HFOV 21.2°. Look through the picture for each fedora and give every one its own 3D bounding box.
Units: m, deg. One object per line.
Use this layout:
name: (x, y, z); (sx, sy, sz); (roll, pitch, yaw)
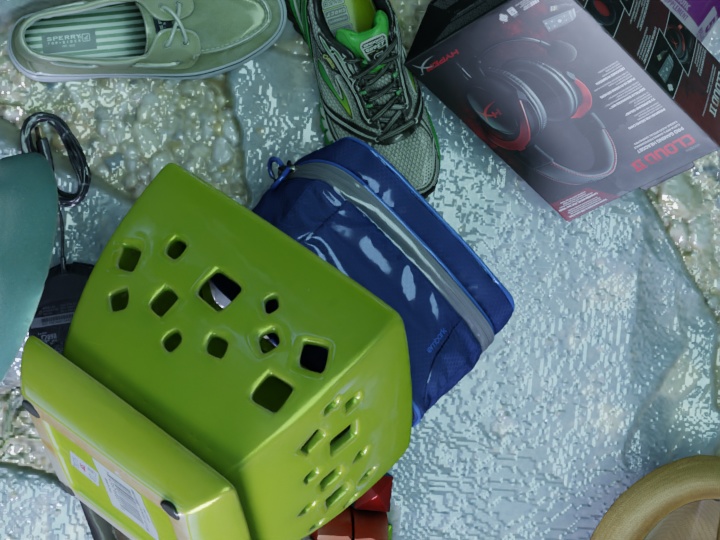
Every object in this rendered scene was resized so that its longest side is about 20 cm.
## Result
fedora: (0.242, 0.230, 1.435); (0.200, 0.082, 0.202); (-2, 99, -11)

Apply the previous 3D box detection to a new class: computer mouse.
computer mouse: (-0.209, -0.012, 1.358); (0.058, 0.034, 0.201); (-6, 89, 6)

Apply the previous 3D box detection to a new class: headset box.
headset box: (0.155, -0.131, 1.344); (0.200, 0.148, 0.075); (42, 47, -22)

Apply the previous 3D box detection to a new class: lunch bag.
lunch bag: (0.000, 0.000, 1.341); (0.200, 0.136, 0.132); (47, 68, -12)

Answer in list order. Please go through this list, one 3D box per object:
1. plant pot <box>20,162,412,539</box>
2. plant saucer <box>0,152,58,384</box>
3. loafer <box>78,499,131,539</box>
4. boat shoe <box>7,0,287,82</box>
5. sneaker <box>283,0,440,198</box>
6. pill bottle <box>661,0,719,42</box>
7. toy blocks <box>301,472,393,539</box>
plant pot: (-0.097, 0.085, 1.243); (0.199, 0.200, 0.182); (34, 66, 20)
plant saucer: (-0.263, 0.010, 1.257); (0.036, 0.200, 0.201); (22, 89, -31)
loafer: (-0.152, 0.191, 1.355); (0.071, 0.073, 0.201); (-20, 97, -9)
boat shoe: (-0.146, -0.165, 1.341); (0.199, 0.062, 0.072); (-12, 96, -11)
sneaker: (0.001, -0.139, 1.362); (0.078, 0.085, 0.201); (-27, 99, -9)
pill bottle: (0.244, -0.256, 1.391); (0.112, 0.112, 0.200); (36, 86, -11)
toy blocks: (-0.015, 0.212, 1.352); (0.099, 0.137, 0.201); (6, 92, -12)
